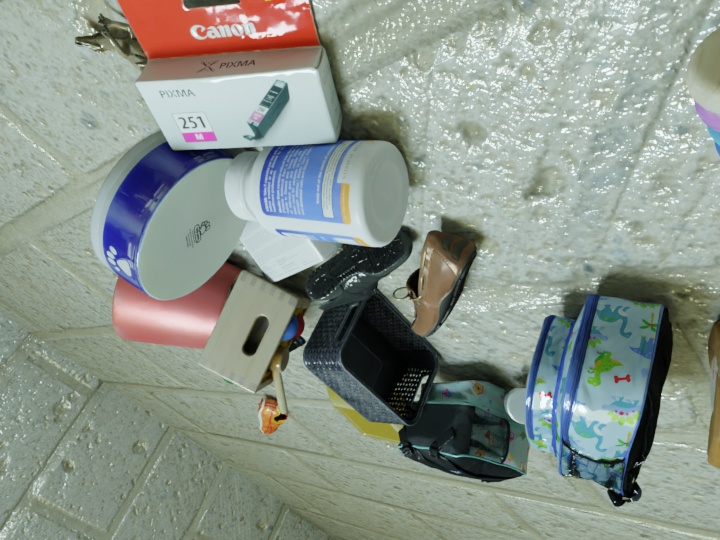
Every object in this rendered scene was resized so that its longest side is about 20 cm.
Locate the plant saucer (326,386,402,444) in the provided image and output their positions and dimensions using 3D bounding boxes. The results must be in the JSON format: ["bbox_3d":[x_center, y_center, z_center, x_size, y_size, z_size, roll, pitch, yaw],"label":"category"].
[{"bbox_3d":[0.034,0.321,1.328,0.198,0.049,0.200,1,141,40],"label":"plant saucer"}]

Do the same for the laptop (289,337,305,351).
[{"bbox_3d":[-0.234,0.105,1.254,0.199,0.104,0.177,-30,122,27],"label":"laptop"}]

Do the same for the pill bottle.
[{"bbox_3d":[-0.055,-0.092,0.687,0.198,0.113,0.113,9,146,31],"label":"pill bottle"}]

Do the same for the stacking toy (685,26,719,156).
[{"bbox_3d":[0.303,-0.086,0.444,0.085,0.086,0.200,0,147,40],"label":"stacking toy"}]

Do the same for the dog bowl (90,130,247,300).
[{"bbox_3d":[-0.227,-0.067,0.753,0.078,0.201,0.201,31,153,17],"label":"dog bowl"}]

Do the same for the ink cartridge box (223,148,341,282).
[{"bbox_3d":[-0.134,-0.087,0.851,0.160,0.050,0.201,-19,108,53],"label":"ink cartridge box"}]

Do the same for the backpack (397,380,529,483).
[{"bbox_3d":[0.184,0.268,1.002,0.199,0.155,0.175,32,151,-26],"label":"backpack"}]

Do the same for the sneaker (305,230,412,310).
[{"bbox_3d":[0.001,0.003,0.839,0.198,0.061,0.104,-28,162,25],"label":"sneaker"}]

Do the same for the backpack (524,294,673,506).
[{"bbox_3d":[0.268,0.130,0.693,0.145,0.184,0.201,12,142,23],"label":"backpack"}]

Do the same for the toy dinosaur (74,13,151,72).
[{"bbox_3d":[-0.233,-0.235,0.692,0.199,0.059,0.101,34,166,-3],"label":"toy dinosaur"}]

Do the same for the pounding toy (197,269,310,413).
[{"bbox_3d":[-0.156,0.126,0.991,0.141,0.202,0.184,25,177,4],"label":"pounding toy"}]

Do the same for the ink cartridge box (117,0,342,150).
[{"bbox_3d":[-0.131,-0.202,0.601,0.197,0.044,0.174,1,144,14],"label":"ink cartridge box"}]

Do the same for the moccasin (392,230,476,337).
[{"bbox_3d":[0.090,0.021,0.785,0.077,0.074,0.202,30,155,14],"label":"moccasin"}]

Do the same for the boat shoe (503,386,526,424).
[{"bbox_3d":[0.314,0.212,0.912,0.197,0.072,0.064,15,-178,6],"label":"boat shoe"}]

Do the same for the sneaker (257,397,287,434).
[{"bbox_3d":[-0.242,0.417,1.692,0.076,0.074,0.201,14,152,4],"label":"sneaker"}]

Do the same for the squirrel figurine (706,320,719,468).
[{"bbox_3d":[0.434,0.101,0.560,0.184,0.143,0.201,4,146,26],"label":"squirrel figurine"}]

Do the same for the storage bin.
[{"bbox_3d":[0.021,0.141,0.963,0.093,0.136,0.200,-8,135,46],"label":"storage bin"}]

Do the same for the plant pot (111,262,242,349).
[{"bbox_3d":[-0.302,0.047,1.056,0.175,0.203,0.201,14,150,3],"label":"plant pot"}]
